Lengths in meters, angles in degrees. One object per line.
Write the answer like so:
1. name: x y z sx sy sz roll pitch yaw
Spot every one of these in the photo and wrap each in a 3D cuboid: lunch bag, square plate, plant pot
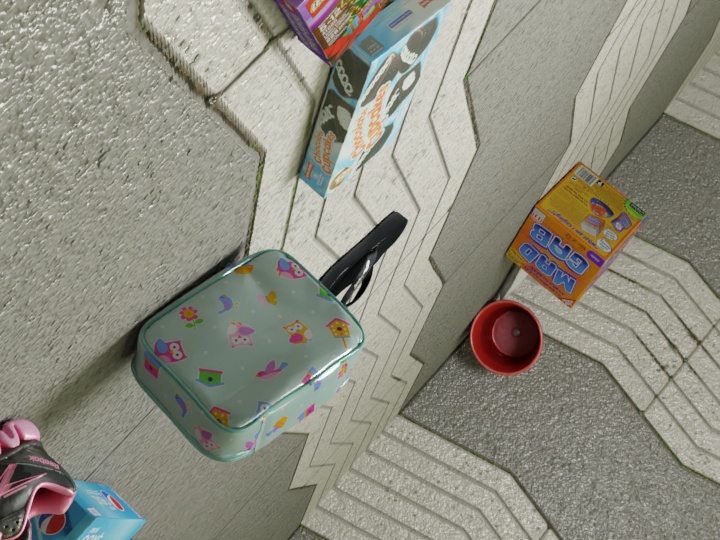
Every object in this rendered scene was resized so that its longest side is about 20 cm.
1. lunch bag: -0.105 0.074 1.161 0.200 0.160 0.077 -33 156 -38
2. square plate: 0.446 -0.027 3.265 0.198 0.028 0.200 -44 167 -29
3. plant pot: 0.406 0.175 3.327 0.200 0.200 0.177 -52 168 11

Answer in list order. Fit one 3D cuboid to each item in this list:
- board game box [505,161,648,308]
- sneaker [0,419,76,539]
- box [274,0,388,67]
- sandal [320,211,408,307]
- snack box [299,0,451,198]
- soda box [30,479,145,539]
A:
1. board game box: 0.493 -0.081 2.835 0.200 0.200 0.200 -42 166 -35
2. sneaker: -0.300 0.193 0.951 0.200 0.095 0.079 -34 162 -49
3. box: 0.019 -0.250 0.883 0.200 0.039 0.137 -50 168 0
4. sandal: 0.000 -0.001 1.604 0.200 0.043 0.076 -45 168 -22
5. snack box: 0.010 -0.163 1.136 0.116 0.037 0.200 -42 167 -32
6. soda box: -0.291 0.265 1.290 0.068 0.064 0.200 -49 168 -6
